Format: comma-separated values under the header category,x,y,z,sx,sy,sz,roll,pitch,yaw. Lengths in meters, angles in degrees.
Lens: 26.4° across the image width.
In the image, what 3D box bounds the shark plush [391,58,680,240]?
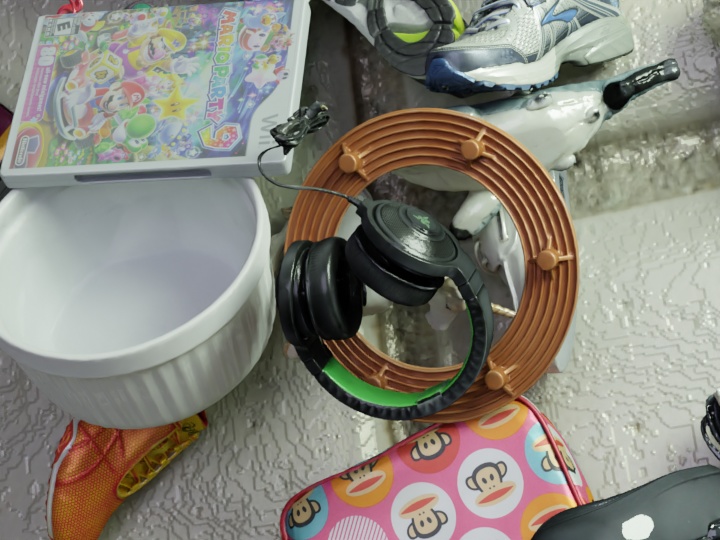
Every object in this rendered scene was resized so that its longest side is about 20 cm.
category,x,y,z,sx,sy,sz,roll,pitch,yaw
shark plush,0.108,-0.109,1.012,0.200,0.091,0.083,-30,28,10

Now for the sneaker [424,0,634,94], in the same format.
category,x,y,z,sx,sy,sz,roll,pitch,yaw
sneaker,0.105,-0.169,1.018,0.077,0.200,0.085,2,109,40

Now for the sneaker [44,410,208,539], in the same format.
category,x,y,z,sx,sy,sz,roll,pitch,yaw
sneaker,-0.156,0.113,1.080,0.077,0.073,0.200,26,84,24

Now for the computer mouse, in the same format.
category,x,y,z,sx,sy,sz,roll,pitch,yaw
computer mouse,0.190,0.161,0.931,0.200,0.053,0.139,-21,80,-19

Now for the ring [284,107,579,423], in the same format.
category,x,y,z,sx,sy,sz,roll,pitch,yaw
ring,0.040,-0.001,0.966,0.200,0.019,0.201,3,98,22

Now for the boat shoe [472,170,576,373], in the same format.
category,x,y,z,sx,sy,sz,roll,pitch,yaw
boat shoe,0.107,-0.025,1.044,0.066,0.072,0.201,-8,73,18

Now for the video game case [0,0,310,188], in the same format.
category,x,y,z,sx,sy,sz,roll,pitch,yaw
video game case,-0.139,-0.123,1.050,0.199,0.018,0.144,-2,57,11

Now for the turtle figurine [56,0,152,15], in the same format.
category,x,y,z,sx,sy,sz,roll,pitch,yaw
turtle figurine,-0.159,-0.144,1.141,0.199,0.101,0.150,2,76,11

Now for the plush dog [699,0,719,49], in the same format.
category,x,y,z,sx,sy,sz,roll,pitch,yaw
plush dog,0.336,-0.144,0.984,0.200,0.160,0.172,-20,98,12

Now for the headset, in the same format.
category,x,y,z,sx,sy,sz,roll,pitch,yaw
headset,0.004,-0.006,0.945,0.123,0.094,0.200,-26,101,24

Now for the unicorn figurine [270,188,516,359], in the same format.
category,x,y,z,sx,sy,sz,roll,pitch,yaw
unicorn figurine,0.000,0.000,1.038,0.137,0.074,0.200,-48,60,29

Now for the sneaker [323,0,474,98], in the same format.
category,x,y,z,sx,sy,sz,roll,pitch,yaw
sneaker,0.026,-0.188,1.112,0.074,0.081,0.200,-40,50,10

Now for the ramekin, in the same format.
category,x,y,z,sx,sy,sz,roll,pitch,yaw
ramekin,-0.151,0.012,1.031,0.200,0.105,0.201,-6,49,7

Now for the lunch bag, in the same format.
category,x,y,z,sx,sy,sz,roll,pitch,yaw
lunch bag,0.063,0.192,0.993,0.200,0.082,0.177,-26,71,7

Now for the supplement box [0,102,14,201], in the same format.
category,x,y,z,sx,sy,sz,roll,pitch,yaw
supplement box,-0.321,-0.110,1.166,0.200,0.110,0.086,36,87,21
